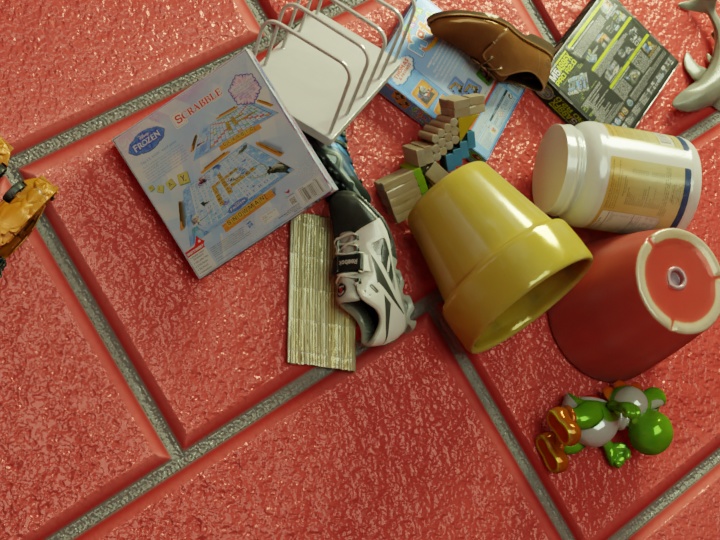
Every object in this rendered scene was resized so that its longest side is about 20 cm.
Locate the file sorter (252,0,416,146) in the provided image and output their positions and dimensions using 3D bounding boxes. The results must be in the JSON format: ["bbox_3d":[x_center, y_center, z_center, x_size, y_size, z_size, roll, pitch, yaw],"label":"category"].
[{"bbox_3d":[-0.034,-0.283,1.691,0.138,0.125,0.200,32,47,7],"label":"file sorter"}]

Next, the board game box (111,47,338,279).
[{"bbox_3d":[-0.162,-0.127,1.624,0.199,0.041,0.200,-32,91,7],"label":"board game box"}]

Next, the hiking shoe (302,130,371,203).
[{"bbox_3d":[-0.039,-0.166,1.731,0.087,0.074,0.201,-37,93,-27],"label":"hiking shoe"}]

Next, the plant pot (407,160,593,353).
[{"bbox_3d":[0.163,-0.027,1.730,0.200,0.201,0.189,-29,72,-28],"label":"plant pot"}]

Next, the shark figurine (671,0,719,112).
[{"bbox_3d":[0.546,-0.327,2.040,0.127,0.089,0.216,19,70,-20],"label":"shark figurine"}]

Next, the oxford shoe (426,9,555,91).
[{"bbox_3d":[0.178,-0.297,1.831,0.199,0.071,0.072,17,70,-23],"label":"oxford shoe"}]

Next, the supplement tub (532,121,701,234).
[{"bbox_3d":[0.349,-0.125,1.852,0.198,0.144,0.146,8,72,-14],"label":"supplement tub"}]

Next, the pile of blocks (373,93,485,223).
[{"bbox_3d":[0.094,-0.151,1.785,0.082,0.062,0.200,43,85,-26],"label":"pile of blocks"}]

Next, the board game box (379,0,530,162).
[{"bbox_3d":[0.120,-0.261,1.852,0.199,0.037,0.152,36,64,-12],"label":"board game box"}]

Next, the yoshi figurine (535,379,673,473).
[{"bbox_3d":[0.338,0.213,1.788,0.199,0.112,0.113,-14,98,-29],"label":"yoshi figurine"}]

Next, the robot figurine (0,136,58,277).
[{"bbox_3d":[-0.442,-0.053,1.524,0.145,0.058,0.200,44,62,-7],"label":"robot figurine"}]

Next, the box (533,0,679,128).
[{"bbox_3d":[0.354,-0.286,1.963,0.160,0.044,0.200,41,63,-8],"label":"box"}]

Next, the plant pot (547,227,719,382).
[{"bbox_3d":[0.376,0.034,1.807,0.199,0.177,0.202,7,72,-22],"label":"plant pot"}]

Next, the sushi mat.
[{"bbox_3d":[-0.047,0.025,1.709,0.095,0.012,0.202,7,73,-22],"label":"sushi mat"}]

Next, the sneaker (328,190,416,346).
[{"bbox_3d":[0.000,0.000,1.683,0.088,0.074,0.201,-27,96,-44],"label":"sneaker"}]
